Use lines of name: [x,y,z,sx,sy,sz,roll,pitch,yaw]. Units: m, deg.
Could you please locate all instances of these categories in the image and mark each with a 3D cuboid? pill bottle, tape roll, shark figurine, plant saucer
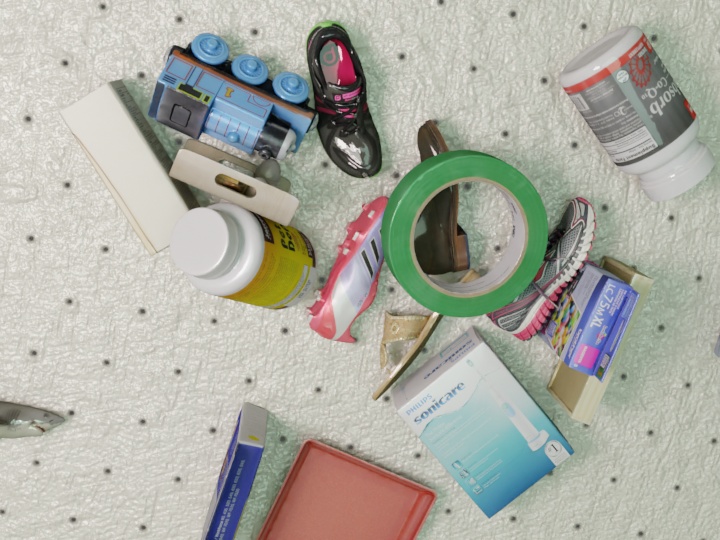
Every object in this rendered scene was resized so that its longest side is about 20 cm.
pill bottle: [-0.139,-0.017,1.271,0.109,0.200,0.109,-4,80,23]
tape roll: [0.126,-0.044,1.304,0.200,0.048,0.201,-3,106,-11]
pill bottle: [0.347,-0.192,1.329,0.116,0.116,0.200,-37,103,3]
shark figurine: [-0.493,0.162,1.337,0.128,0.214,0.090,-19,63,27]
plant saucer: [-0.027,0.343,1.448,0.200,0.037,0.200,24,99,-10]

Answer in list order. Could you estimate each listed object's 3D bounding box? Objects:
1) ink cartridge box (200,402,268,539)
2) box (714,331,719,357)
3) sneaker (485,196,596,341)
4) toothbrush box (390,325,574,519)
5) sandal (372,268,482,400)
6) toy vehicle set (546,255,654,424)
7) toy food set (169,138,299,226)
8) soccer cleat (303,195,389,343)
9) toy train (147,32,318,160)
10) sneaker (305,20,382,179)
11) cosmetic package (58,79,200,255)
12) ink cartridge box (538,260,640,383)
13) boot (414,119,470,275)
ink cartridge box: [-0.164,0.288,1.340,0.047,0.200,0.198,18,100,-8]
box: [0.586,0.101,1.367,0.184,0.200,0.105,11,100,-7]
sneaker: [0.234,-0.007,1.376,0.075,0.081,0.200,29,98,-8]
toothbrush box: [0.158,0.198,1.408,0.146,0.085,0.200,-40,103,5]
sandal: [0.065,0.067,1.390,0.070,0.078,0.212,42,93,9]
toy vehicle set: [0.305,0.086,1.379,0.026,0.124,0.200,20,100,-9]
toy food set: [-0.144,-0.115,1.257,0.143,0.200,0.060,23,96,-10]
soccer cleat: [0.000,0.000,1.367,0.076,0.067,0.200,26,101,-18]
toy train: [-0.150,-0.200,1.278,0.200,0.087,0.114,25,55,-7]
sneaker: [-0.024,-0.204,1.309,0.077,0.084,0.200,-19,103,0]
cosmetic package: [-0.272,-0.126,1.295,0.073,0.104,0.200,-31,102,2]
ink cartridge box: [0.280,0.056,1.331,0.042,0.200,0.119,21,99,-10]
boot: [0.074,-0.084,1.348,0.097,0.075,0.200,-14,104,-5]
